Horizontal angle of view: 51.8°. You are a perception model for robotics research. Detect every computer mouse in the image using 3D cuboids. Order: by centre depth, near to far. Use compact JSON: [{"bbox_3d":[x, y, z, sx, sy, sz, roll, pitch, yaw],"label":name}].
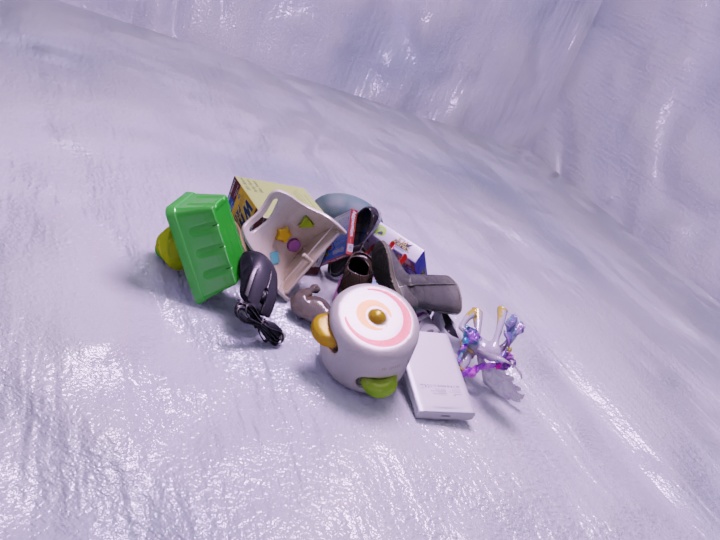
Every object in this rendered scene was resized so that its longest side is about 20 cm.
[{"bbox_3d":[-0.192,0.036,1.459,0.138,0.052,0.203,44,26,-43],"label":"computer mouse"},{"bbox_3d":[0.182,0.118,1.735,0.043,0.111,0.202,-13,44,-14],"label":"computer mouse"}]

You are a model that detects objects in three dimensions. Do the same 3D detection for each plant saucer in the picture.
[{"bbox_3d":[-0.039,-0.119,1.922,0.197,0.202,0.039,20,55,-8],"label":"plant saucer"}]

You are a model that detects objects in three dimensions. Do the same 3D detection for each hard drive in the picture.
[{"bbox_3d":[0.146,0.210,1.508,0.129,0.027,0.203,7,43,-23],"label":"hard drive"}]

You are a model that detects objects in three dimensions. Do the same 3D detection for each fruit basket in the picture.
[{"bbox_3d":[-0.344,-0.048,1.494,0.211,0.219,0.156,23,23,0],"label":"fruit basket"}]

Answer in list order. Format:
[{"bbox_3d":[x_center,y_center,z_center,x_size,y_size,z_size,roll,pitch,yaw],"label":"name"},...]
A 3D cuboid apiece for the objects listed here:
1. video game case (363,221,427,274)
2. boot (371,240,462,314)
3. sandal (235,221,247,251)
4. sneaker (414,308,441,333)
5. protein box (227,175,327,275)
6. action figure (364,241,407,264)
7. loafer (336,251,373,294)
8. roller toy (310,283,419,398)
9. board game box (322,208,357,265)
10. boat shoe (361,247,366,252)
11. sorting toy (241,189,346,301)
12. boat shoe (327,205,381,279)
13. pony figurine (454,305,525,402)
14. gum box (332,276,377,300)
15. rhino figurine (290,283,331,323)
[{"bbox_3d":[0.085,-0.039,1.864,0.180,0.046,0.201,35,-15,20],"label":"video game case"},{"bbox_3d":[0.129,0.018,1.661,0.196,0.072,0.186,-5,71,-34],"label":"boot"},{"bbox_3d":[-0.298,-0.054,1.639,0.069,0.078,0.212,8,33,-44],"label":"sandal"},{"bbox_3d":[0.112,0.145,1.619,0.197,0.079,0.140,-8,43,-42],"label":"sneaker"},{"bbox_3d":[-0.200,-0.105,1.763,0.196,0.137,0.199,6,30,-36],"label":"protein box"},{"bbox_3d":[0.049,-0.029,1.786,0.065,0.199,0.100,45,54,-11],"label":"action figure"},{"bbox_3d":[0.000,0.000,1.649,0.071,0.073,0.201,20,24,-2],"label":"loafer"},{"bbox_3d":[0.016,0.124,1.432,0.198,0.141,0.183,32,47,12],"label":"roller toy"},{"bbox_3d":[-0.060,-0.074,1.746,0.019,0.106,0.199,12,-12,-22],"label":"board game box"},{"bbox_3d":[-0.077,-0.067,1.879,0.196,0.076,0.068,25,22,6],"label":"boat shoe"},{"bbox_3d":[-0.163,-0.076,1.607,0.180,0.201,0.107,45,-5,-34],"label":"sorting toy"},{"bbox_3d":[-0.021,-0.068,1.766,0.070,0.201,0.066,41,11,18],"label":"boat shoe"},{"bbox_3d":[0.279,0.178,1.603,0.190,0.168,0.202,19,59,24],"label":"pony figurine"},{"bbox_3d":[0.048,0.071,1.719,0.197,0.067,0.113,1,32,-41],"label":"gum box"},{"bbox_3d":[-0.064,0.099,1.568,0.197,0.061,0.087,31,26,11],"label":"rhino figurine"}]
